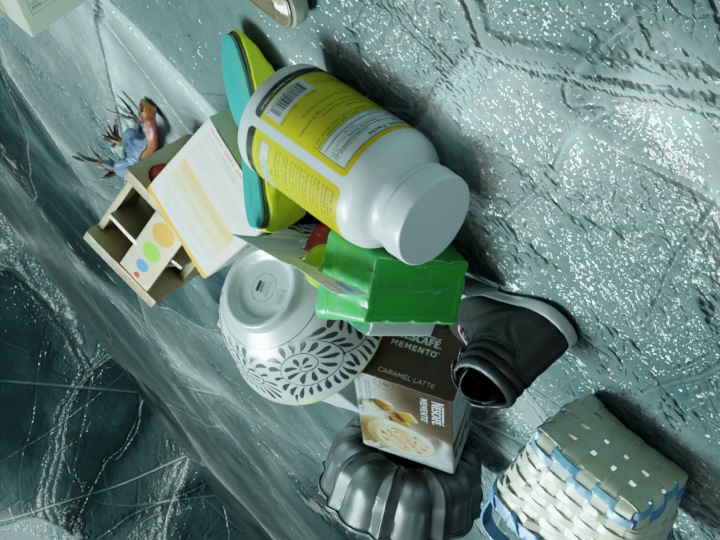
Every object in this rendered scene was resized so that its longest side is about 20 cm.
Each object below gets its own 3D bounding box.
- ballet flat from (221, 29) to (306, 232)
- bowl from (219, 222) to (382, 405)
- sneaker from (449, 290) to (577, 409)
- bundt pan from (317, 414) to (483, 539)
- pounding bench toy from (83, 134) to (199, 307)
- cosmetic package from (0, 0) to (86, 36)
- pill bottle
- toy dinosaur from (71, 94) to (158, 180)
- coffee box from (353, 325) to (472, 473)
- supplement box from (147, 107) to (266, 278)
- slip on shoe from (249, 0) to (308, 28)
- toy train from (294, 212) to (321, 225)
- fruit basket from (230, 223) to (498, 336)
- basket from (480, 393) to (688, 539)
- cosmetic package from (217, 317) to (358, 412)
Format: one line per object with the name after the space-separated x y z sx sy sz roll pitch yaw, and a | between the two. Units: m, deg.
-0.090 -0.138 1.297 0.067 0.067 0.201 5 105 63 | ballet flat
-0.078 0.031 1.359 0.201 0.201 0.094 35 -177 36 | bowl
0.110 0.074 1.227 0.071 0.099 0.200 52 163 -16 | sneaker
0.052 0.231 1.551 0.202 0.202 0.076 35 131 36 | bundt pan
-0.211 -0.083 1.639 0.124 0.200 0.156 45 130 3 | pounding bench toy
-0.372 -0.369 1.454 0.071 0.105 0.200 40 158 29 | cosmetic package
-0.005 -0.090 1.144 0.200 0.112 0.113 37 158 33 | pill bottle
-0.290 -0.173 1.757 0.200 0.105 0.181 16 170 -39 | toy dinosaur
0.061 0.134 1.435 0.114 0.080 0.200 17 153 12 | coffee box
-0.140 -0.087 1.425 0.126 0.073 0.200 58 147 1 | supplement box
-0.128 -0.276 1.140 0.200 0.061 0.076 48 162 5 | slip on shoe
-0.103 -0.084 1.487 0.200 0.046 0.034 38 159 30 | toy train
0.000 0.000 1.246 0.200 0.185 0.094 17 102 54 | fruit basket
0.206 0.232 1.223 0.176 0.139 0.200 41 130 24 | basket
-0.069 0.093 1.613 0.101 0.071 0.200 13 158 43 | cosmetic package
